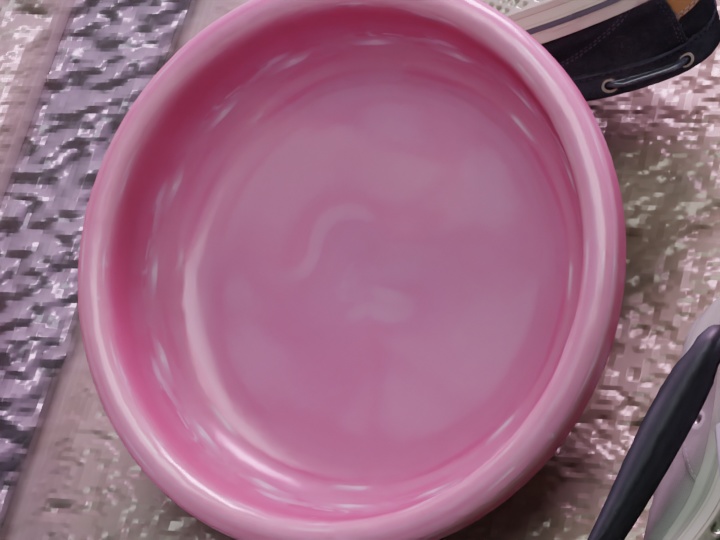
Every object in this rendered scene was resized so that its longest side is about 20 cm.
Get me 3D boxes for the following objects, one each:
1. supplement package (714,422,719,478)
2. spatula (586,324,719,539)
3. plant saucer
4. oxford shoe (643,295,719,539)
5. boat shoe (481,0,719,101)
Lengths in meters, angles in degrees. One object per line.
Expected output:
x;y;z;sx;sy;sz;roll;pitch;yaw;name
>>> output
0.177;0.118;0.758;0.109;0.114;0.200;-32;32;26;supplement package
0.058;0.101;0.869;0.021;0.057;0.200;36;90;12;spatula
0.000;0.000;0.961;0.200;0.051;0.201;-4;80;23;plant saucer
0.119;0.090;0.887;0.058;0.075;0.201;-31;39;62;oxford shoe
0.043;-0.077;1.028;0.199;0.062;0.075;-18;38;28;boat shoe
